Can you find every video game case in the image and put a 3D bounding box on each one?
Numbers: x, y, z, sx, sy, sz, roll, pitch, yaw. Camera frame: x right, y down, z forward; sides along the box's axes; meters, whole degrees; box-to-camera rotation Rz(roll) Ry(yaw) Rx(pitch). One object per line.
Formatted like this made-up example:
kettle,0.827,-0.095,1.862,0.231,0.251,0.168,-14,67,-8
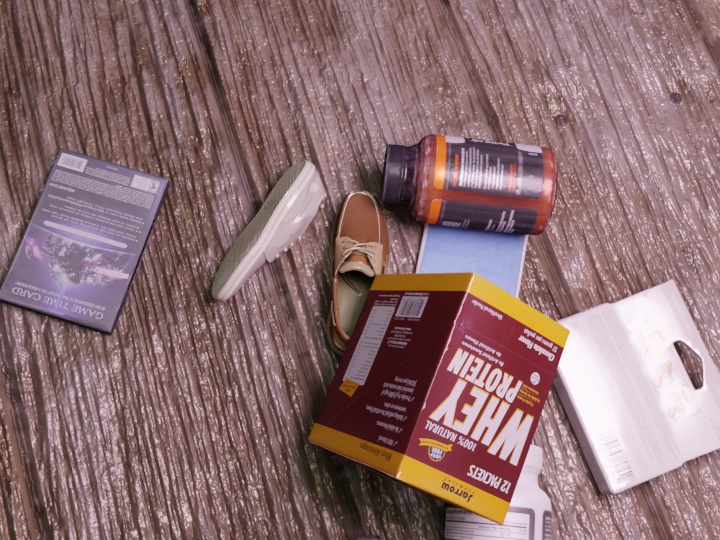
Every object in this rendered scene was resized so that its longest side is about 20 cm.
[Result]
video game case,-0.330,-0.038,1.009,0.141,0.019,0.202,16,74,2

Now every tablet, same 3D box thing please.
tablet,0.136,-0.016,1.030,0.129,0.014,0.202,12,73,1

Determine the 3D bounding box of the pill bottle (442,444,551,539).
pill bottle,0.143,0.286,0.885,0.115,0.116,0.202,6,72,-1

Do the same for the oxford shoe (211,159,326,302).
oxford shoe,-0.104,-0.040,1.000,0.058,0.075,0.201,43,74,-28

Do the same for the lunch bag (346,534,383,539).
lunch bag,-0.031,0.382,0.841,0.198,0.139,0.169,-18,91,-8

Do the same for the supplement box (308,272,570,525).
supplement box,0.075,0.122,0.863,0.132,0.197,0.202,29,76,-24

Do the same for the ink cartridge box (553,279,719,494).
ink cartridge box,0.323,0.134,0.978,0.175,0.045,0.202,-19,75,-8

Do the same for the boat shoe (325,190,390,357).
boat shoe,0.000,0.000,0.986,0.075,0.074,0.202,3,73,-3

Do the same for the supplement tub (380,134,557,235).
supplement tub,0.125,-0.104,0.993,0.198,0.107,0.108,7,73,-2
